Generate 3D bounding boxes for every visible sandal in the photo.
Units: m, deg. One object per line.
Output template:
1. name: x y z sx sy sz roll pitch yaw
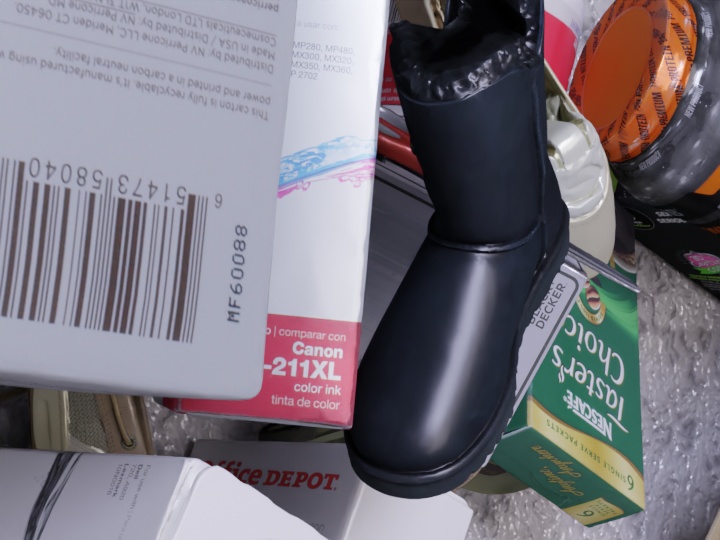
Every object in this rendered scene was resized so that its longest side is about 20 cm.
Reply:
1. sandal: 0.031 0.107 1.468 0.200 0.080 0.058 16 68 -43

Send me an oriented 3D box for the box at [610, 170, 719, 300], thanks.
1. box: 0.253 -0.068 1.655 0.200 0.124 0.149 32 68 -40

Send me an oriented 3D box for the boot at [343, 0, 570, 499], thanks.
1. boot: 0.036 -0.022 1.214 0.169 0.076 0.201 76 33 -44

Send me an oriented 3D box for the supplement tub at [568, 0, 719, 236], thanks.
1. supplement tub: 0.220 -0.074 1.470 0.199 0.122 0.123 22 74 -22

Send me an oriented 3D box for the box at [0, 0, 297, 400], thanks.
1. box: -0.156 -0.055 1.112 0.198 0.171 0.201 10 83 -44

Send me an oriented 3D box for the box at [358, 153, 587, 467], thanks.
1. box: 0.000 0.000 1.363 0.199 0.060 0.117 26 102 -8

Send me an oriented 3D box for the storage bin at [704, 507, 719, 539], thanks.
1. storage bin: 0.300 0.152 1.654 0.200 0.094 0.199 -31 150 -39

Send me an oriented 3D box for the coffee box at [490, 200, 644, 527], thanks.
1. coffee box: 0.111 0.031 1.523 0.123 0.044 0.201 38 43 -42

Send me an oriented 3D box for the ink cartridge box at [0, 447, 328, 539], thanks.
1. ink cartridge box: -0.106 0.149 1.257 0.146 0.199 0.085 36 66 -37

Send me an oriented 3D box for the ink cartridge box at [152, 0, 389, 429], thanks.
1. ink cartridge box: -0.042 -0.033 1.239 0.082 0.146 0.201 6 89 -7

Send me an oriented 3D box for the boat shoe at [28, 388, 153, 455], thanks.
1. boat shoe: -0.128 0.004 1.311 0.072 0.065 0.201 -66 155 -83

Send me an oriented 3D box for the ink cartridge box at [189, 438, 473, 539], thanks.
1. ink cartridge box: -0.047 0.190 1.353 0.084 0.146 0.201 34 67 -36

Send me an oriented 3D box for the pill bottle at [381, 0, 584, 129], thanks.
1. pill bottle: 0.047 -0.066 1.465 0.112 0.112 0.201 26 73 -40

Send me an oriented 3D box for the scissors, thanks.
1. scissors: 0.049 -0.041 1.348 0.073 0.200 0.014 11 113 -57

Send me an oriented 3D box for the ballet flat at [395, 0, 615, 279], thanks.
1. ballet flat: 0.082 -0.080 1.383 0.069 0.069 0.201 -43 108 -35
